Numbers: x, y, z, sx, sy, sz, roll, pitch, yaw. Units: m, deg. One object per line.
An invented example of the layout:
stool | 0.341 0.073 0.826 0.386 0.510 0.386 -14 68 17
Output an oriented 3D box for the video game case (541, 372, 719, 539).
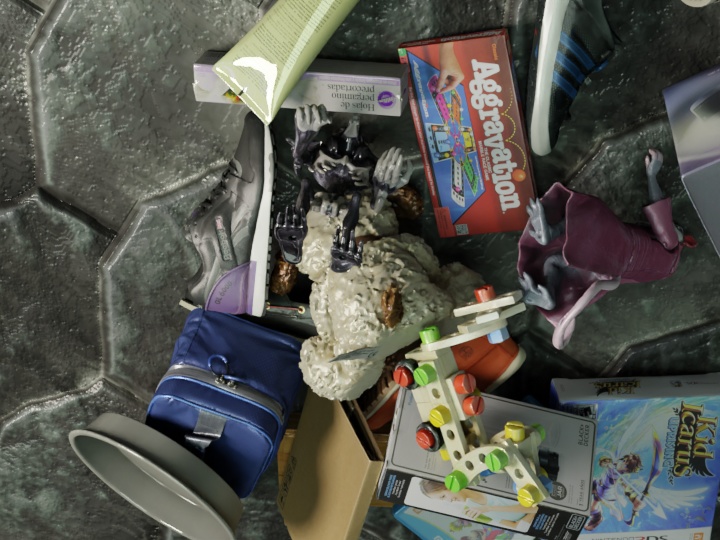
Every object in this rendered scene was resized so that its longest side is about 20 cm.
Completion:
video game case | 0.285 0.204 1.442 0.181 0.045 0.200 -3 119 -5

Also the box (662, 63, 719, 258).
box | 0.380 -0.116 1.182 0.200 0.199 0.123 -25 113 18

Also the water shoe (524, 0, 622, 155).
water shoe | 0.194 -0.192 1.236 0.079 0.072 0.200 4 121 -1

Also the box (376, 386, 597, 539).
box | 0.124 0.183 1.340 0.199 0.117 0.060 13 139 -1

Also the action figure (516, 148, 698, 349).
action figure | 0.245 -0.021 1.281 0.200 0.149 0.134 0 135 -30

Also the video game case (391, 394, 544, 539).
video game case | 0.153 0.238 1.482 0.200 0.018 0.143 -42 116 16

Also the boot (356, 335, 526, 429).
boot | 0.077 0.116 1.424 0.107 0.075 0.200 40 115 -20

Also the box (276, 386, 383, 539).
box | -0.034 0.216 1.402 0.021 0.164 0.200 1 123 -25

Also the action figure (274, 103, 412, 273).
action figure | -0.015 -0.089 1.239 0.119 0.200 0.102 20 131 -6

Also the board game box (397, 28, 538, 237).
board game box | 0.106 -0.126 1.306 0.103 0.019 0.200 -5 118 18

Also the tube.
tube | -0.047 -0.230 1.237 0.052 0.058 0.200 31 108 -36

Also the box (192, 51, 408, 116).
box | -0.056 -0.175 1.284 0.199 0.041 0.039 5 120 10

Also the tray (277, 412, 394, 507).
tray | 0.010 0.209 1.502 0.199 0.037 0.099 2 119 5

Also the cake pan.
cake pan | -0.198 0.207 1.372 0.200 0.037 0.200 27 155 14

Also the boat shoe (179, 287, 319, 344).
boat shoe | -0.085 0.042 1.408 0.201 0.074 0.063 14 89 8

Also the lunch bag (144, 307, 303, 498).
lunch bag | -0.139 0.140 1.385 0.136 0.133 0.200 20 148 -1

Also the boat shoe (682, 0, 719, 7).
boat shoe | 0.307 -0.327 1.166 0.063 0.073 0.201 -17 119 -33

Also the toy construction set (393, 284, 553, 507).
toy construction set | 0.105 0.116 1.251 0.131 0.092 0.201 -11 86 49

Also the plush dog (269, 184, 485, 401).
plush dog | 0.000 0.000 1.309 0.200 0.172 0.161 -31 154 -3

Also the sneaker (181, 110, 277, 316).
sneaker | -0.127 -0.055 1.321 0.087 0.076 0.201 4 99 -5
